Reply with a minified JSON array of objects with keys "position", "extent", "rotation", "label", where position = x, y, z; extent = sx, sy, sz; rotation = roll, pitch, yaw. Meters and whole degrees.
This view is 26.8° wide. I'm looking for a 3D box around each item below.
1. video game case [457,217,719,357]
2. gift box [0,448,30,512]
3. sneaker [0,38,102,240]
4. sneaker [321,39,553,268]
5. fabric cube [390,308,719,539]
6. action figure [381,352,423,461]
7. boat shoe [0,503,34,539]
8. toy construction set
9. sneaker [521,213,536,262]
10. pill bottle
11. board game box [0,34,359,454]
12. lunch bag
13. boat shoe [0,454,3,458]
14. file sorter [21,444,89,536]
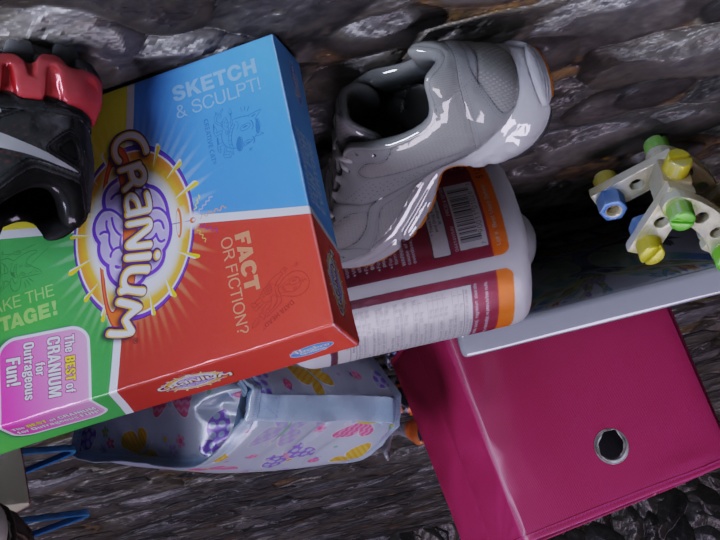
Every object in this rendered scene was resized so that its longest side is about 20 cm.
[{"position":[0.161,0.004,1.113],"extent":[0.198,0.022,0.182],"rotation":[-14,-165,2],"label":"video game case"},{"position":[-0.314,0.097,0.870],"extent":[0.186,0.202,0.184],"rotation":[5,151,-45],"label":"gift box"},{"position":[-0.201,-0.046,0.646],"extent":[0.199,0.099,0.071],"rotation":[-2,163,-31],"label":"sneaker"},{"position":[0.007,-0.068,0.818],"extent":[0.091,0.076,0.200],"rotation":[9,146,-38],"label":"sneaker"},{"position":[0.163,0.114,1.270],"extent":[0.195,0.201,0.200],"rotation":[-18,167,-14],"label":"fabric cube"},{"position":[0.061,0.100,1.454],"extent":[0.192,0.105,0.200],"rotation":[-26,131,21],"label":"action figure"},{"position":[-0.267,0.191,0.813],"extent":[0.199,0.072,0.060],"rotation":[-36,152,-2],"label":"boat shoe"},{"position":[0.255,-0.074,0.975],"extent":[0.130,0.093,0.200],"rotation":[19,146,-25],"label":"toy construction set"},{"position":[0.022,0.000,1.037],"extent":[0.198,0.074,0.085],"rotation":[-15,167,11],"label":"sneaker"},{"position":[0.000,0.000,0.951],"extent":[0.198,0.111,0.110],"rotation":[-12,164,-6],"label":"pill bottle"},{"position":[-0.112,-0.011,0.739],"extent":[0.198,0.154,0.040],"rotation":[-18,160,12],"label":"board game box"},{"position":[-0.088,0.088,1.114],"extent":[0.199,0.129,0.169],"rotation":[1,177,44],"label":"lunch bag"},{"position":[-0.215,0.073,0.789],"extent":[0.061,0.200,0.075],"rotation":[12,126,15],"label":"boat shoe"},{"position":[-0.277,0.144,1.056],"extent":[0.138,0.202,0.122],"rotation":[-23,166,30],"label":"file sorter"}]
